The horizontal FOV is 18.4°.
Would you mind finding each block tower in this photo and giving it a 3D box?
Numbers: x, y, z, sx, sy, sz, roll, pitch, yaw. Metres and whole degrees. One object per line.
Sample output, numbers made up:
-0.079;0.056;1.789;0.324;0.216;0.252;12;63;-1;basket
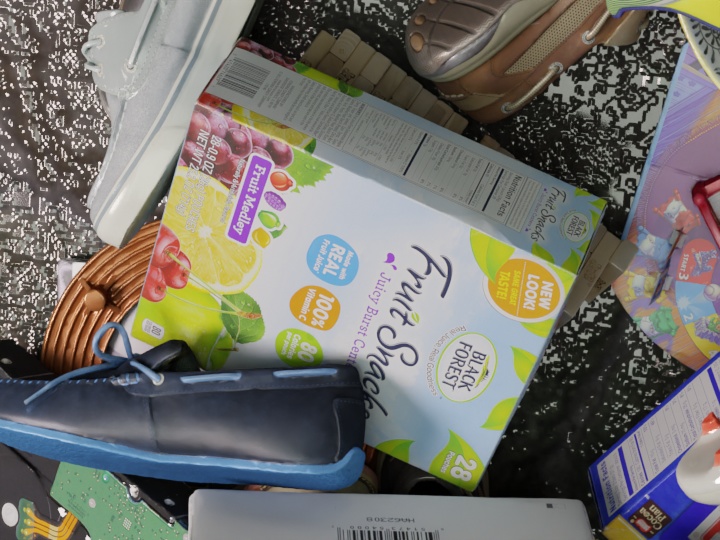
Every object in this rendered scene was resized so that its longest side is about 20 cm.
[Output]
0.044;-0.043;1.150;0.200;0.054;0.058;36;67;-2;block tower

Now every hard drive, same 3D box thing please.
-0.158;0.146;1.200;0.200;0.038;0.140;36;116;32;hard drive

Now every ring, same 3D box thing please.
-0.081;0.068;1.213;0.200;0.019;0.201;2;101;9;ring

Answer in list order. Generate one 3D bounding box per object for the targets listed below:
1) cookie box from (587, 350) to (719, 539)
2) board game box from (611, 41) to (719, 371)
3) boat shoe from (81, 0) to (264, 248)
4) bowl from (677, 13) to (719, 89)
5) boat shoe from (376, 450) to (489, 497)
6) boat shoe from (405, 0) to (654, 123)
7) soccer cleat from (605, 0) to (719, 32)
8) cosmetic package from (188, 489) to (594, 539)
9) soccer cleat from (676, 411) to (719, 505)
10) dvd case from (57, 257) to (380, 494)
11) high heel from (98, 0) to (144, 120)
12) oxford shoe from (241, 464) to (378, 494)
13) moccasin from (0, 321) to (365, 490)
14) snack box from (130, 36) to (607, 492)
0.247;0.108;1.135;0.171;0.075;0.200;42;107;-14;cookie box
0.221;-0.029;1.143;0.158;0.039;0.200;18;104;6;board game box
-0.100;-0.112;1.111;0.071;0.070;0.201;25;87;0;boat shoe
0.251;-0.155;1.081;0.200;0.094;0.201;1;96;9;bowl
0.047;0.179;1.193;0.074;0.073;0.200;-14;108;12;boat shoe
0.117;-0.150;1.129;0.200;0.076;0.072;-35;124;6;boat shoe
0.208;-0.141;1.022;0.200;0.065;0.084;6;126;5;soccer cleat
0.011;0.225;1.085;0.199;0.123;0.200;1;112;-3;cosmetic package
0.250;0.079;1.050;0.200;0.069;0.078;-22;110;6;soccer cleat
-0.070;0.071;1.230;0.200;0.016;0.149;4;102;10;dvd case
-0.074;-0.129;1.159;0.142;0.071;0.200;-36;86;19;high heel
-0.054;0.176;1.193;0.071;0.074;0.200;25;126;-19;oxford shoe
-0.093;0.069;1.118;0.200;0.080;0.068;6;75;8;moccasin
0.000;0.000;1.107;0.200;0.068;0.169;23;133;3;snack box
